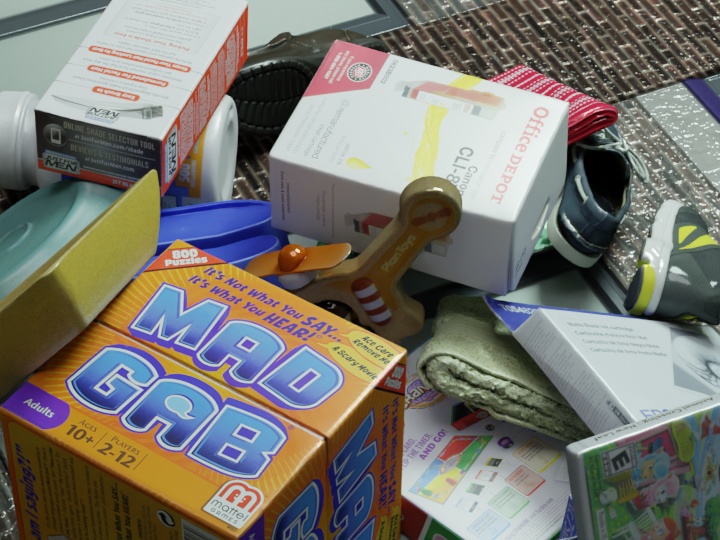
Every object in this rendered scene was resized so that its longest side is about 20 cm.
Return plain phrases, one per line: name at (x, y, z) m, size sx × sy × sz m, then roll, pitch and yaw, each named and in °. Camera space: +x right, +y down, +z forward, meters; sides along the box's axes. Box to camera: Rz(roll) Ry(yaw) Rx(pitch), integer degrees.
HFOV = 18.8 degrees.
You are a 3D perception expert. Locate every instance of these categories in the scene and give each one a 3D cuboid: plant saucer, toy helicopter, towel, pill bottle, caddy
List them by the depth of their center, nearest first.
plant saucer at (-0.225, 0.033, 1.512) m, size 0.048 × 0.200 × 0.200 m, roll 48°, pitch 27°, yaw -6°
toy helicopter at (0.000, 0.000, 1.608) m, size 0.132 × 0.200 × 0.079 m, roll 30°, pitch 32°, yaw -16°
towel at (0.145, 0.079, 1.652) m, size 0.199 × 0.037 × 0.149 m, roll 19°, pitch 23°, yaw 2°
plant saucer at (-0.266, -0.013, 1.714) m, size 0.199 × 0.036 × 0.200 m, roll -31°, pitch 24°, yaw 15°
caddy at (-0.134, 0.021, 1.715) m, size 0.198 × 0.106 × 0.142 m, roll -7°, pitch 23°, yaw 2°
pill bottle at (-0.209, -0.102, 1.835) m, size 0.198 × 0.113 × 0.113 m, roll 5°, pitch 44°, yaw 4°
towel at (0.119, -0.128, 1.860) m, size 0.144 × 0.023 × 0.200 m, roll -25°, pitch 23°, yaw -12°

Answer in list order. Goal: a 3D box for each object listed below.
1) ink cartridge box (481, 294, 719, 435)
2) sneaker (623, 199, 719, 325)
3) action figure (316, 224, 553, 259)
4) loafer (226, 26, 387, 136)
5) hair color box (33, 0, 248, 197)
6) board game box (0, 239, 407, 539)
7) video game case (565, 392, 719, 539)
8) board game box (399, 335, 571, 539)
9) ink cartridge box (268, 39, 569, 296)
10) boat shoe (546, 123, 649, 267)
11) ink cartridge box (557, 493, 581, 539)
ink cartridge box at (0.215, 0.075, 1.620) m, size 0.199 × 0.041 × 0.200 m, roll 7°, pitch 33°, yaw -42°
sneaker at (0.262, 0.004, 1.737) m, size 0.084 × 0.075 × 0.200 m, roll 20°, pitch 22°, yaw 8°
action figure at (0.057, -0.038, 1.815) m, size 0.198 × 0.055 × 0.119 m, roll -12°, pitch 47°, yaw -13°
loafer at (-0.067, -0.172, 1.938) m, size 0.199 × 0.074 × 0.071 m, roll -16°, pitch 36°, yaw -41°
hair color box at (-0.174, -0.152, 1.761) m, size 0.110 × 0.064 × 0.200 m, roll 14°, pitch 41°, yaw 12°
board game box at (-0.104, 0.143, 1.515) m, size 0.199 × 0.201 × 0.200 m, roll 25°, pitch 49°, yaw 23°
video game case at (0.235, 0.185, 1.485) m, size 0.181 × 0.202 × 0.022 m, roll -17°, pitch 21°, yaw -18°
board game box at (0.084, 0.144, 1.633) m, size 0.199 × 0.041 × 0.153 m, roll 33°, pitch 52°, yaw 29°
ink cartridge box at (0.047, -0.081, 1.670) m, size 0.199 × 0.084 × 0.146 m, roll 16°, pitch 49°, yaw 14°
boat shoe at (0.200, -0.082, 1.827) m, size 0.075 × 0.062 × 0.200 m, roll 38°, pitch 34°, yaw -8°
ink cartridge box at (0.205, 0.183, 1.536) m, size 0.199 × 0.120 × 0.042 m, roll -19°, pitch 54°, yaw -19°
